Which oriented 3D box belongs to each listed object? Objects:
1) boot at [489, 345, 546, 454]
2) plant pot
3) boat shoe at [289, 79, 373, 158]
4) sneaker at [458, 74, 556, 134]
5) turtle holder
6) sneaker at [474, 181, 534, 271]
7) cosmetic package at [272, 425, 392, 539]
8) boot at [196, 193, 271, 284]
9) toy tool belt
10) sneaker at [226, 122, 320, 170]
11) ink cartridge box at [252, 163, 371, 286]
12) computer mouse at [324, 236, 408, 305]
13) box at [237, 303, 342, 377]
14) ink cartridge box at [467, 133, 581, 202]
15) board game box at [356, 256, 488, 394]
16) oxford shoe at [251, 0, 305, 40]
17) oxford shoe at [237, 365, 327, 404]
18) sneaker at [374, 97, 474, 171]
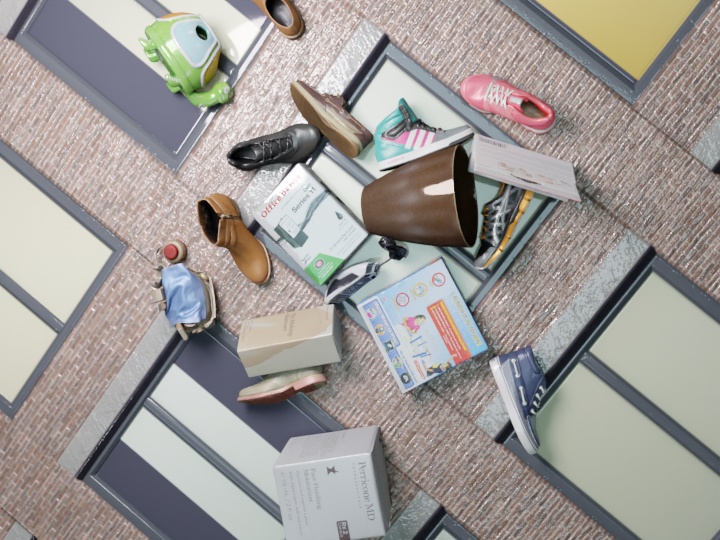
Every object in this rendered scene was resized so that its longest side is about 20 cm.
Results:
[{"bbox_3d":[0.330,0.253,1.376,0.089,0.073,0.203,-23,91,15],"label":"boot"},{"bbox_3d":[0.107,-0.126,1.336,0.196,0.186,0.191,-7,94,22],"label":"plant pot"},{"bbox_3d":[-0.056,-0.311,1.392,0.200,0.072,0.072,43,69,13],"label":"boat shoe"},{"bbox_3d":[0.281,-0.324,1.327,0.197,0.087,0.075,23,97,5],"label":"sneaker"},{"bbox_3d":[-0.334,-0.416,1.378,0.131,0.141,0.187,-36,80,-8],"label":"turtle holder"},{"bbox_3d":[0.264,-0.094,1.358,0.076,0.078,0.203,27,87,4],"label":"sneaker"},{"bbox_3d":[-0.050,0.424,1.397,0.196,0.165,0.168,-11,95,8],"label":"cosmetic package"},{"bbox_3d":[-0.249,-0.059,1.386,0.075,0.155,0.204,-20,92,8],"label":"boot"},{"bbox_3d":[-0.367,0.036,1.427,0.123,0.123,0.204,-18,92,9],"label":"toy tool belt"},{"bbox_3d":[-0.173,-0.238,1.393,0.196,0.091,0.077,-17,100,8],"label":"sneaker"},{"bbox_3d":[-0.095,-0.092,1.399,0.200,0.083,0.147,45,98,3],"label":"ink cartridge box"},{"bbox_3d":[0.000,0.000,1.395,0.199,0.109,0.044,-35,73,17],"label":"computer mouse"},{"bbox_3d":[-0.138,0.141,1.410,0.196,0.096,0.079,-12,128,8],"label":"box"},{"bbox_3d":[0.295,-0.173,1.286,0.196,0.177,0.045,17,123,1],"label":"ink cartridge box"},{"bbox_3d":[0.123,0.108,1.401,0.193,0.056,0.203,-28,91,9],"label":"board game box"},{"bbox_3d":[-0.185,-0.546,1.380,0.071,0.071,0.200,-43,87,11],"label":"oxford shoe"},{"bbox_3d":[-0.165,0.227,1.456,0.196,0.071,0.075,-17,67,9],"label":"oxford shoe"},{"bbox_3d":[0.113,-0.278,1.360,0.196,0.084,0.123,-18,92,-1],"label":"sneaker"}]
